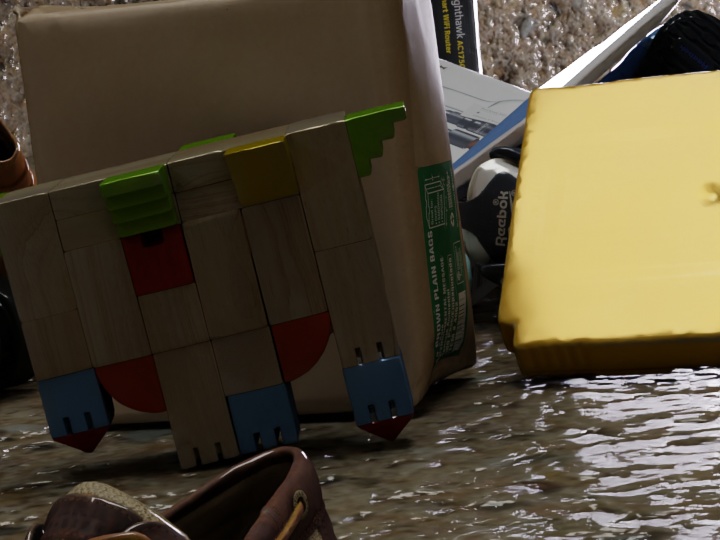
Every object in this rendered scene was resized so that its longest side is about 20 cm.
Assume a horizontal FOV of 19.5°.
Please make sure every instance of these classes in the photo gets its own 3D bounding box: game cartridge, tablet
[{"bbox_3d":[0.171,-0.026,1.006,0.199,0.033,0.177,-4,48,19],"label":"game cartridge"},{"bbox_3d":[0.106,-0.095,1.231,0.130,0.014,0.200,-36,4,44],"label":"tablet"}]

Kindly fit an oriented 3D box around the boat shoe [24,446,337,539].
[{"bbox_3d":[-0.067,0.088,0.513,0.072,0.072,0.200,-1,8,36],"label":"boat shoe"}]

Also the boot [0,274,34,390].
[{"bbox_3d":[-0.288,0.023,1.103,0.210,0.080,0.158,13,15,29],"label":"boot"}]

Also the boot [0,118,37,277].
[{"bbox_3d":[-0.191,-0.036,1.161,0.077,0.200,0.155,-56,-2,-29],"label":"boot"}]

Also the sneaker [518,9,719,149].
[{"bbox_3d":[0.152,-0.079,1.273,0.200,0.066,0.078,-42,-7,-27],"label":"sneaker"}]

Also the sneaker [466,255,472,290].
[{"bbox_3d":[0.000,0.000,1.180,0.086,0.078,0.200,-15,19,-19],"label":"sneaker"}]

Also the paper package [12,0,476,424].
[{"bbox_3d":[-0.052,-0.036,0.993,0.190,0.201,0.103,-4,7,21],"label":"paper package"}]

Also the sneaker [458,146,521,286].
[{"bbox_3d":[0.118,-0.021,1.105,0.129,0.080,0.199,8,1,-19],"label":"sneaker"}]

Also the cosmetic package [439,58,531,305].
[{"bbox_3d":[0.054,-0.058,1.310,0.150,0.052,0.200,21,36,28],"label":"cosmetic package"}]

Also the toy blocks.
[{"bbox_3d":[-0.063,0.018,0.883,0.199,0.137,0.100,-13,9,2],"label":"toy blocks"}]

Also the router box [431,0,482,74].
[{"bbox_3d":[0.032,-0.139,1.780,0.148,0.201,0.051,-5,5,8],"label":"router box"}]
